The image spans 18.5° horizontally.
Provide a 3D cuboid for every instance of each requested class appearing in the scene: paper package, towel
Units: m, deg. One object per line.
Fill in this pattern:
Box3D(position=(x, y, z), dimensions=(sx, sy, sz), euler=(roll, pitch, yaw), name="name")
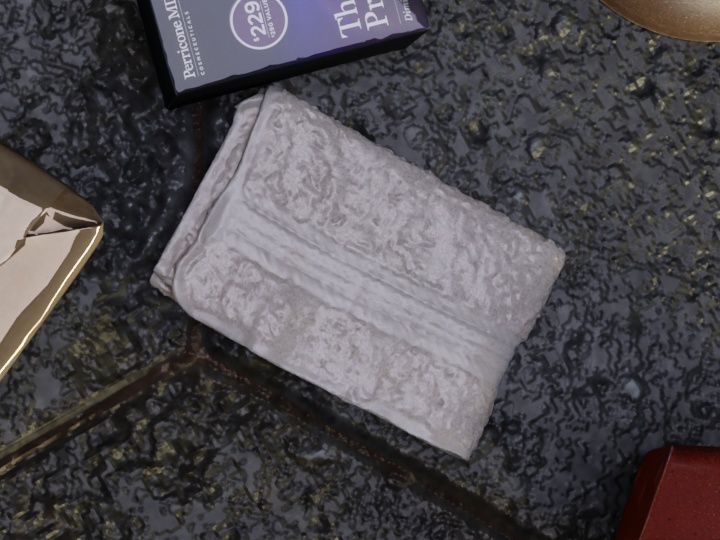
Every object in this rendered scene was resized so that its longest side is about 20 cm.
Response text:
Box3D(position=(-0.216, 0.025, 1.060), dimensions=(0.103, 0.200, 0.191), euler=(38, 84, -5), name="paper package")
Box3D(position=(0.000, 0.000, 1.178), dimensions=(0.200, 0.034, 0.133), euler=(28, 85, -7), name="towel")

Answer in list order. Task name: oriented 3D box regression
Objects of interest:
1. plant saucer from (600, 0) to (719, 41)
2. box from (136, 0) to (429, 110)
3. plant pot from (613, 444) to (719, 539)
Box3D(position=(0.197, -0.228, 1.215), dimensions=(0.200, 0.037, 0.201), euler=(0, 87, -9), name="plant saucer")
Box3D(position=(-0.060, -0.200, 1.155), dimensions=(0.141, 0.079, 0.200), euler=(-16, 91, -6), name="box")
Box3D(position=(0.212, 0.184, 1.133), dimensions=(0.176, 0.200, 0.200), euler=(20, 85, 3), name="plant pot")
